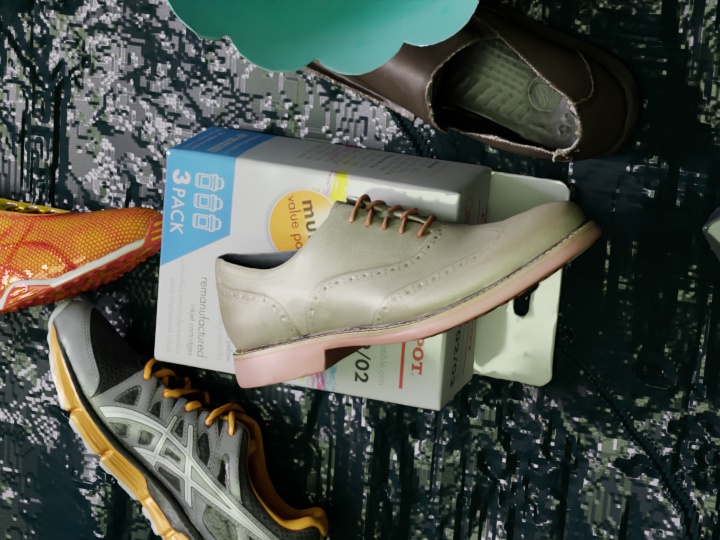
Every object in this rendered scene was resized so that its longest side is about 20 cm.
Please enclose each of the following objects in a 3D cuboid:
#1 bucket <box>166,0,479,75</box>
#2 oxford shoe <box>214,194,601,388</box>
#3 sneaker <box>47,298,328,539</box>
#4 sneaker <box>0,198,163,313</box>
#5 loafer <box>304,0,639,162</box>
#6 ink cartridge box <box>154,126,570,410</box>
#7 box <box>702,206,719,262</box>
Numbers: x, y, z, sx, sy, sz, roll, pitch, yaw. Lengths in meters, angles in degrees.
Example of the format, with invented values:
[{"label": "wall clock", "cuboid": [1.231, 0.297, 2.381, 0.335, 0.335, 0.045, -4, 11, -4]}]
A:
[{"label": "bucket", "cuboid": [-0.013, -0.209, 1.019, 0.206, 0.135, 0.208, 0, 124, 0]}, {"label": "oxford shoe", "cuboid": [0.016, -0.004, 1.057, 0.199, 0.071, 0.074, -19, 94, 20]}, {"label": "sneaker", "cuboid": [-0.095, 0.093, 1.197, 0.077, 0.078, 0.200, -37, 93, 10]}, {"label": "sneaker", "cuboid": [-0.198, -0.013, 1.203, 0.199, 0.073, 0.078, -11, 90, 18]}, {"label": "loafer", "cuboid": [0.040, -0.108, 1.094, 0.199, 0.071, 0.073, 19, 109, 14]}, {"label": "ink cartridge box", "cuboid": [0.000, 0.000, 1.137, 0.199, 0.068, 0.116, 9, 106, 16]}, {"label": "box", "cuboid": [0.286, -0.002, 1.047, 0.199, 0.051, 0.158, -30, 92, 22]}]
